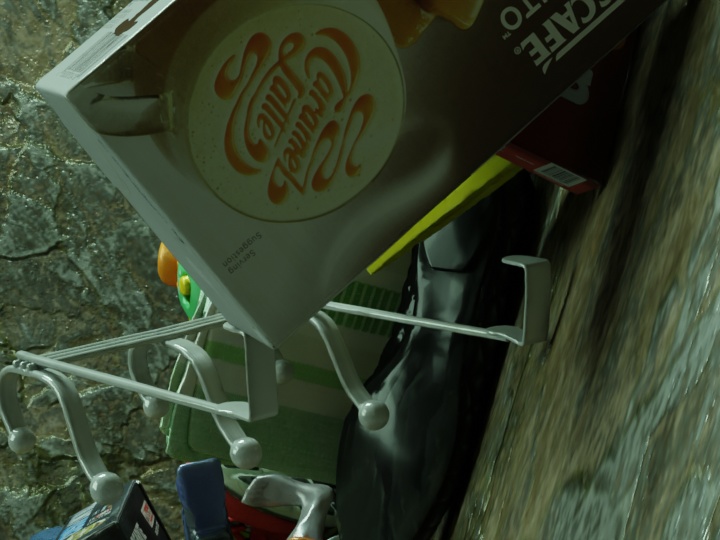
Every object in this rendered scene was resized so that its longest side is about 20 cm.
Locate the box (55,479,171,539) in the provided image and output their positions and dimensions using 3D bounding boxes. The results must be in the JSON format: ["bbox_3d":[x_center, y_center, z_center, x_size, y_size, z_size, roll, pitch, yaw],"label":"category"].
[{"bbox_3d":[-0.084,0.207,1.358,0.199,0.050,0.200,62,178,-1],"label":"box"}]

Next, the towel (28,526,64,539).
[{"bbox_3d":[-0.138,0.209,1.419,0.112,0.048,0.200,62,179,-17],"label":"towel"}]

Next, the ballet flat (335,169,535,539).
[{"bbox_3d":[0.039,0.045,1.229,0.057,0.066,0.201,9,-79,-53],"label":"ballet flat"}]

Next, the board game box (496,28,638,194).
[{"bbox_3d":[0.069,-0.140,1.060,0.019,0.103,0.201,-18,53,57],"label":"board game box"}]

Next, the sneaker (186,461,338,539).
[{"bbox_3d":[-0.050,0.123,1.369,0.085,0.077,0.200,-43,-17,3],"label":"sneaker"}]

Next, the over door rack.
[{"bbox_3d":[-0.037,0.046,1.101,0.200,0.147,0.067,-9,94,54],"label":"over door rack"}]

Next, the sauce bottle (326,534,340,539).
[{"bbox_3d":[-0.019,0.171,1.355,0.200,0.066,0.066,115,170,-72],"label":"sauce bottle"}]

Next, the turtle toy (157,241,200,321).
[{"bbox_3d":[-0.025,0.022,1.404,0.101,0.200,0.146,-46,45,13],"label":"turtle toy"}]

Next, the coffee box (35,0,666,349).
[{"bbox_3d":[0.002,-0.084,0.955,0.200,0.115,0.080,-41,14,-7],"label":"coffee box"}]

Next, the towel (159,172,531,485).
[{"bbox_3d":[0.000,0.000,1.249,0.023,0.152,0.201,27,103,59],"label":"towel"}]

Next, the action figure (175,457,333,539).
[{"bbox_3d":[-0.011,0.146,1.075,0.194,0.104,0.201,-95,-4,-67],"label":"action figure"}]

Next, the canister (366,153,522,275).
[{"bbox_3d":[-0.007,-0.113,1.127,0.086,0.200,0.149,-34,-3,-25],"label":"canister"}]
